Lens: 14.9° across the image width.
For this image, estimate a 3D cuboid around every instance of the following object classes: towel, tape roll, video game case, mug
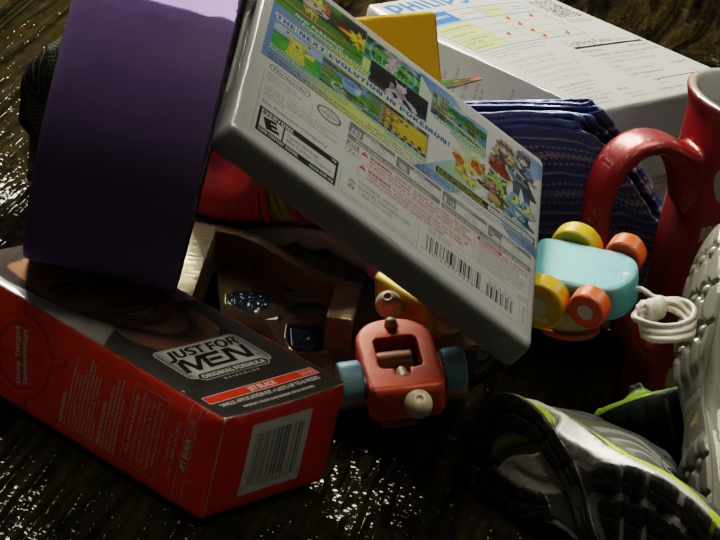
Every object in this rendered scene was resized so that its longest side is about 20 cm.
[{"bbox_3d":[0.116,-0.042,1.683,0.144,0.024,0.200,2,-31,31],"label":"towel"},{"bbox_3d":[-0.114,-0.094,1.447,0.084,0.201,0.200,13,21,-3],"label":"tape roll"},{"bbox_3d":[0.014,-0.061,1.460,0.200,0.022,0.183,36,30,-17],"label":"video game case"},{"bbox_3d":[0.211,-0.009,1.631,0.177,0.201,0.134,15,21,1],"label":"mug"}]

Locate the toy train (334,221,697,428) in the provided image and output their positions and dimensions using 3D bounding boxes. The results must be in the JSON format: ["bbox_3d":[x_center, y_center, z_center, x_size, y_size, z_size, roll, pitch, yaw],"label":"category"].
[{"bbox_3d":[0.075,0.038,1.488,0.199,0.056,0.150,-9,35,-12],"label":"toy train"}]

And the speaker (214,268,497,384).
[{"bbox_3d":[-0.006,-0.007,1.643,0.199,0.082,0.081,23,22,21],"label":"speaker"}]

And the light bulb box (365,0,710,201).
[{"bbox_3d":[0.123,-0.103,1.917,0.199,0.125,0.198,27,24,31],"label":"light bulb box"}]

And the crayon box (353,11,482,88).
[{"bbox_3d":[-0.042,-0.123,1.657,0.199,0.051,0.127,-9,5,-37],"label":"crayon box"}]

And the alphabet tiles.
[{"bbox_3d":[0.000,0.000,1.580,0.165,0.006,0.201,-5,48,-4],"label":"alphabet tiles"}]

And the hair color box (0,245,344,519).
[{"bbox_3d":[-0.117,0.052,1.442,0.199,0.062,0.101,27,24,31],"label":"hair color box"}]

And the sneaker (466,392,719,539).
[{"bbox_3d":[0.147,0.121,1.441,0.081,0.074,0.200,1,27,-41],"label":"sneaker"}]

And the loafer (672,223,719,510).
[{"bbox_3d":[0.212,0.069,1.504,0.069,0.070,0.201,9,66,-14],"label":"loafer"}]

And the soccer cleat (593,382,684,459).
[{"bbox_3d":[0.231,0.099,1.561,0.199,0.082,0.068,-2,-16,3],"label":"soccer cleat"}]

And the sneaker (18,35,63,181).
[{"bbox_3d":[-0.135,-0.077,1.739,0.199,0.114,0.077,32,49,-30],"label":"sneaker"}]

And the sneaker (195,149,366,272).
[{"bbox_3d":[-0.034,-0.061,1.573,0.199,0.085,0.077,12,49,12],"label":"sneaker"}]

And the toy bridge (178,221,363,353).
[{"bbox_3d":[-0.096,0.002,1.556,0.199,0.027,0.067,8,44,8],"label":"toy bridge"}]
